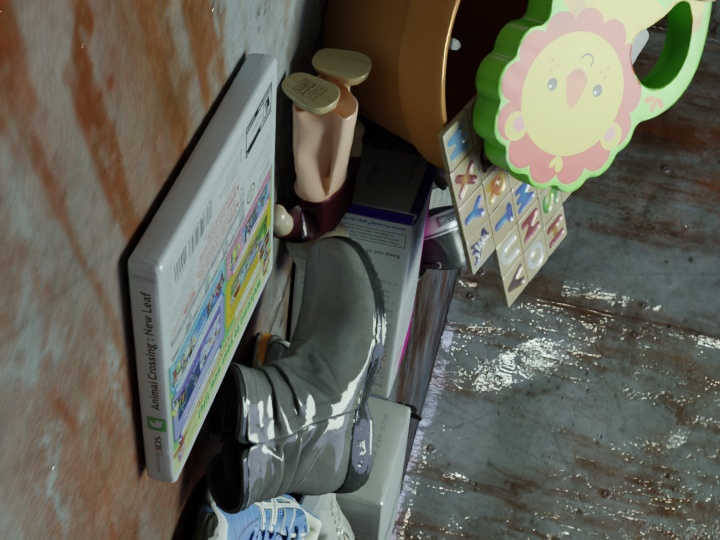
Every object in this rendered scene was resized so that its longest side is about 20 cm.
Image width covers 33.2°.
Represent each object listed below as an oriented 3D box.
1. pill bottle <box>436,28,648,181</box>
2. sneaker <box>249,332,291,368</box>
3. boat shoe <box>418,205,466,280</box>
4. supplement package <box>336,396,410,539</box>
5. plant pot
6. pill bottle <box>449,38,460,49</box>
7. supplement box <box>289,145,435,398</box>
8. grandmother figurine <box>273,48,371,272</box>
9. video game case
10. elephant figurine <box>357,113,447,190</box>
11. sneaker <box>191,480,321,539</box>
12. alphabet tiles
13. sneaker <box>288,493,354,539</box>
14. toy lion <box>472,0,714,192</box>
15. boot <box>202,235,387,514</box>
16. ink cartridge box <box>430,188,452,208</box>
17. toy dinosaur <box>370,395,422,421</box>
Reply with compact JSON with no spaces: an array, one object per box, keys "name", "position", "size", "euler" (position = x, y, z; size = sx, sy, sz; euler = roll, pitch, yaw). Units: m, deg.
[{"name":"pill bottle","position":[0.161,-0.143,1.062],"size":[0.201,0.109,0.110],"euler":[-57,172,2]},{"name":"sneaker","position":[-0.048,0.098,0.997],"size":[0.200,0.077,0.079],"euler":[13,92,-80]},{"name":"boat shoe","position":[0.047,-0.020,1.191],"size":[0.200,0.070,0.067],"euler":[-9,-78,59]},{"name":"supplement package","position":[-0.023,0.225,1.227],"size":[0.201,0.117,0.117],"euler":[94,12,-50]},{"name":"plant pot","position":[0.065,-0.182,0.950],"size":[0.200,0.140,0.201],"euler":[-28,127,-44]},{"name":"pill bottle","position":[0.113,-0.218,1.478],"size":[0.111,0.110,0.201],"euler":[-54,156,-70]},{"name":"supplement box","position":[0.000,0.000,1.082],"size":[0.101,0.103,0.201],"euler":[-67,166,-54]},{"name":"grandmother figurine","position":[-0.030,-0.066,0.924],"size":[0.121,0.060,0.201],"euler":[-37,149,-29]},{"name":"video game case","position":[-0.091,-0.003,0.736],"size":[0.200,0.022,0.183],"euler":[-70,169,-45]},{"name":"elephant figurine","position":[0.039,-0.138,1.137],"size":[0.156,0.141,0.200],"euler":[59,23,1]},{"name":"sneaker","position":[-0.080,0.198,0.929],"size":[0.200,0.077,0.076],"euler":[10,95,-80]},{"name":"alphabet tiles","position":[0.126,-0.074,0.955],"size":[0.167,0.008,0.201],"euler":[-48,138,-31]},{"name":"sneaker","position":[-0.039,0.212,1.083],"size":[0.200,0.084,0.073],"euler":[113,-26,-43]},{"name":"toy lion","position":[0.174,-0.155,0.896],"size":[0.069,0.199,0.193],"euler":[30,-60,53]},{"name":"boot","position":[-0.049,0.070,0.871],"size":[0.131,0.070,0.201],"euler":[5,81,-45]},{"name":"ink cartridge box","position":[0.106,-0.104,1.295],"size":[0.068,0.199,0.117],"euler":[-51,153,-72]},{"name":"toy dinosaur","position":[-0.027,0.163,1.373],"size":[0.105,0.200,0.182],"euler":[-30,121,-26]}]
